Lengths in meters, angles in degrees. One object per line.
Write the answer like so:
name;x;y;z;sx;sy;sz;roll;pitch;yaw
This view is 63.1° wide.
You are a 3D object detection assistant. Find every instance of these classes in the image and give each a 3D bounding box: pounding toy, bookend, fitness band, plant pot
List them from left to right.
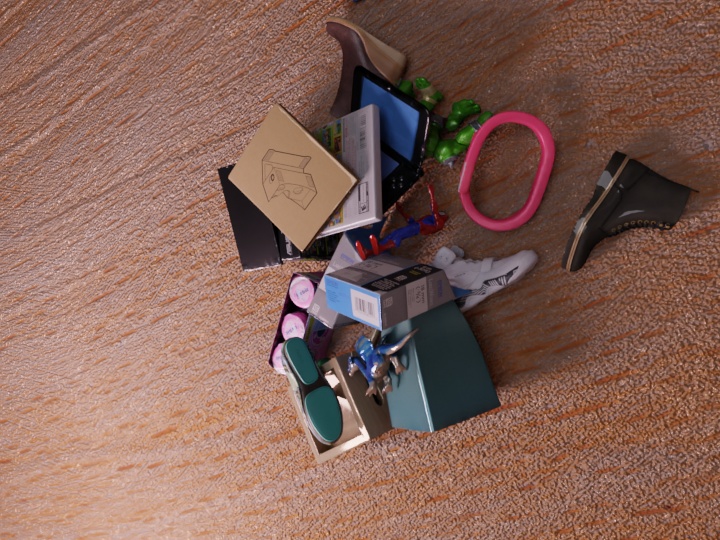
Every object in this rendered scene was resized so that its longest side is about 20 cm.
bookend;-0.165;-0.119;1.159;0.091;0.198;0.202;-9;97;26
pounding toy;-0.018;0.226;1.119;0.184;0.142;0.201;-36;72;37
plant pot;0.119;0.150;0.995;0.141;0.140;0.202;-21;82;63
fitness band;0.246;-0.167;0.993;0.142;0.037;0.202;16;104;1

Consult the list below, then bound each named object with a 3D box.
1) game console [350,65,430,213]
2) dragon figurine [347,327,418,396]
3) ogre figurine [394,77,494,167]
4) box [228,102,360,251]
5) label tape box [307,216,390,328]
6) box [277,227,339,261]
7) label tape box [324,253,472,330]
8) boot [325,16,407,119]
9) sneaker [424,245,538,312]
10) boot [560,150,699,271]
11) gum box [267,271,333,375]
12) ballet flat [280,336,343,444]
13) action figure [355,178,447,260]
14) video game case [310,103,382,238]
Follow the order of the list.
game console;0.011;-0.225;1.018;0.172;0.119;0.200;-44;57;-5
dragon figurine;0.028;0.137;0.967;0.201;0.058;0.100;109;147;-42
ogre figurine;0.132;-0.260;1.048;0.199;0.098;0.121;28;87;1
box;-0.118;-0.157;1.004;0.200;0.021;0.164;44;111;12
label tape box;0.000;0.000;1.077;0.063;0.144;0.201;31;104;23
box;-0.103;-0.119;1.129;0.044;0.160;0.202;-8;88;26
label tape box;0.062;0.021;0.951;0.144;0.199;0.064;18;120;49
boot;-0.022;-0.379;1.132;0.199;0.072;0.167;37;104;18
sneaker;0.200;-0.007;1.021;0.199;0.075;0.116;-35;78;26
boot;0.415;-0.068;0.916;0.138;0.077;0.201;28;104;19
gum box;-0.106;0.106;1.158;0.066;0.113;0.202;21;100;25
ballet flat;-0.089;0.216;1.053;0.074;0.074;0.201;-29;73;24
action figure;0.076;-0.093;1.022;0.065;0.199;0.100;-15;93;53
video game case;-0.038;-0.165;1.018;0.181;0.023;0.202;-12;74;40
